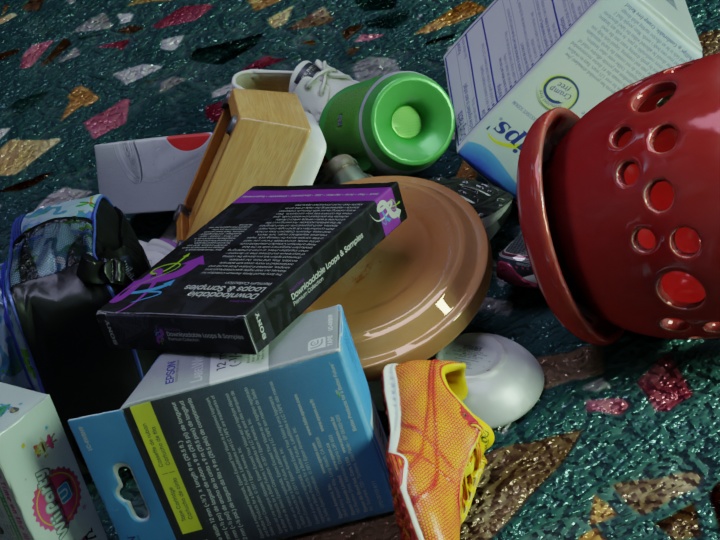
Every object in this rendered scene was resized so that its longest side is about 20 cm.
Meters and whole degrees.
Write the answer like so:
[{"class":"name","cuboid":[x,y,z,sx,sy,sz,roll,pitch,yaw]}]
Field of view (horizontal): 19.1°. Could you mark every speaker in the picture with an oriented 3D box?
[{"class":"speaker","cuboid":[0.020,-0.123,1.841,0.088,0.089,0.200,-26,7,-12]}]

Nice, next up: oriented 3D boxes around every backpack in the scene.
[{"class":"backpack","cuboid":[-0.226,0.043,1.679,0.146,0.184,0.200,-16,26,4]}]

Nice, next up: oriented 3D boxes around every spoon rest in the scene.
[{"class":"spoon rest","cuboid":[0.042,0.077,1.607,0.198,0.061,0.100,11,41,22]}]

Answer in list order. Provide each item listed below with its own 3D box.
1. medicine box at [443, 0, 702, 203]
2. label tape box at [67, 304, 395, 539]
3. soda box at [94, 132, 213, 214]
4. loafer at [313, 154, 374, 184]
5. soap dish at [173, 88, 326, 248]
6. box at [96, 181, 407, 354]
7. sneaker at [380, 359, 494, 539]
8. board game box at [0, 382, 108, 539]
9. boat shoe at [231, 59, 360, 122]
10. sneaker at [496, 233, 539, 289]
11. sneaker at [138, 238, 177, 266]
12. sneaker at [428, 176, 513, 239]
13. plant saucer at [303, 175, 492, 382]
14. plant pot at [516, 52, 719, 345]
[{"class":"medicine box","cuboid":[0.173,-0.179,1.802,0.200,0.103,0.183,-46,22,22]},{"class":"label tape box","cuboid":[-0.087,0.120,1.507,0.198,0.144,0.066,-14,30,9]},{"class":"soda box","cuboid":[-0.140,-0.090,1.938,0.198,0.069,0.063,-3,4,26]},{"class":"loafer","cuboid":[-0.021,-0.069,1.795,0.072,0.063,0.200,-33,9,-12]},{"class":"soap dish","cuboid":[-0.095,-0.068,1.774,0.081,0.158,0.200,23,10,-10]},{"class":"box","cuboid":[-0.076,-0.004,1.545,0.142,0.036,0.200,0,28,38]},{"class":"sneaker","cuboid":[0.055,0.131,1.466,0.076,0.073,0.201,-6,44,2]},{"class":"board game box","cuboid":[-0.290,0.150,1.575,0.199,0.149,0.064,11,39,41]},{"class":"boat shoe","cuboid":[-0.041,-0.162,2.015,0.199,0.070,0.071,8,40,40]},{"class":"sneaker","cuboid":[0.180,-0.053,1.705,0.200,0.075,0.080,-37,34,-26]},{"class":"sneaker","cuboid":[-0.197,0.018,1.835,0.199,0.075,0.100,15,68,41]},{"class":"sneaker","cuboid":[0.051,-0.010,1.708,0.074,0.080,0.200,22,44,32]},{"class":"plant saucer","cuboid":[0.000,0.000,1.612,0.198,0.032,0.201,-11,44,11]},{"class":"plant pot","cuboid":[0.221,-0.042,1.549,0.181,0.201,0.201,-15,29,25]}]
